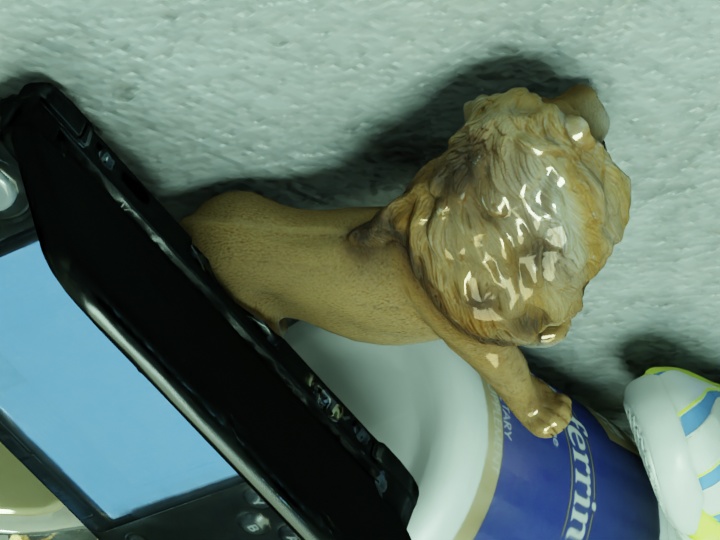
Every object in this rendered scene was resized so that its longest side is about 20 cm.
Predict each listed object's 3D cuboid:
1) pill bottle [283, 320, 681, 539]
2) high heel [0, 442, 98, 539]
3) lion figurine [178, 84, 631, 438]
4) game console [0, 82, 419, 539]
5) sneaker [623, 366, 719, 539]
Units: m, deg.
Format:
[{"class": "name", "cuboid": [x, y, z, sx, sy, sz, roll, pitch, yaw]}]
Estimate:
[{"class": "pill bottle", "cuboid": [0.045, 0.094, 1.066, 0.115, 0.116, 0.200, -19, 150, 29]}, {"class": "high heel", "cuboid": [-0.138, 0.105, 1.101, 0.199, 0.072, 0.143, 0, 146, -26]}, {"class": "lion figurine", "cuboid": [0.000, 0.000, 0.922, 0.199, 0.073, 0.123, -9, 141, 23]}, {"class": "game console", "cuboid": [-0.074, 0.053, 0.886, 0.175, 0.117, 0.200, -21, 123, 35]}, {"class": "sneaker", "cuboid": [0.174, 0.068, 1.097, 0.105, 0.076, 0.200, -26, 156, 15]}]
